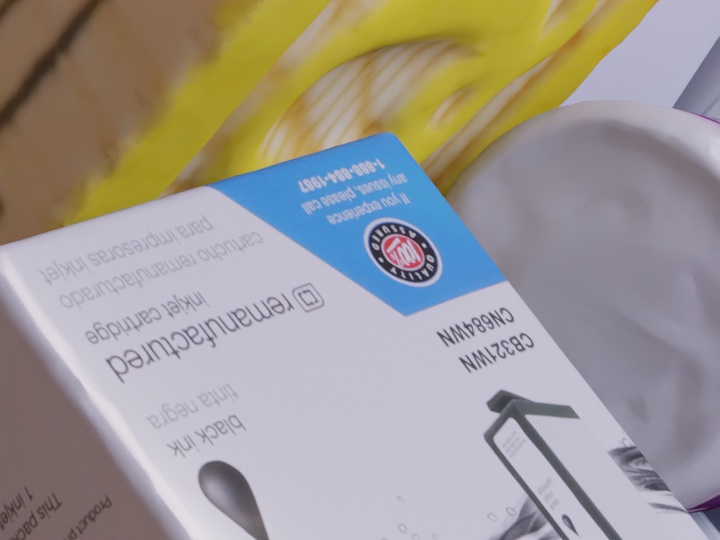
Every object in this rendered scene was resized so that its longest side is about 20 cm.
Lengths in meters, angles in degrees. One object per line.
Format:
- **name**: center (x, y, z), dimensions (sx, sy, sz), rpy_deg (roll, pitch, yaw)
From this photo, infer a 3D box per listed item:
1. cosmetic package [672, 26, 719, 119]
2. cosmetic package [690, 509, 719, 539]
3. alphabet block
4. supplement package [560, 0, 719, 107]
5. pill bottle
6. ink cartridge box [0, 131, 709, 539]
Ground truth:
- **cosmetic package**: center (0.103, -0.138, 0.929), dimensions (0.165, 0.165, 0.200), rpy_deg (-16, 62, -48)
- **cosmetic package**: center (0.120, 0.088, 0.920), dimensions (0.151, 0.052, 0.200), rpy_deg (14, 31, -48)
- **alphabet block**: center (-0.049, -0.114, 0.679), dimensions (0.200, 0.196, 0.195), rpy_deg (54, 30, 18)
- **supplement package**: center (0.013, -0.124, 0.819), dimensions (0.200, 0.110, 0.114), rpy_deg (42, 26, 23)
- **pill bottle**: center (0.104, 0.014, 0.766), dimensions (0.112, 0.112, 0.200), rpy_deg (53, 20, 18)
- **ink cartridge box**: center (0.006, 0.082, 0.544), dimensions (0.200, 0.084, 0.146), rpy_deg (51, 34, 13)
